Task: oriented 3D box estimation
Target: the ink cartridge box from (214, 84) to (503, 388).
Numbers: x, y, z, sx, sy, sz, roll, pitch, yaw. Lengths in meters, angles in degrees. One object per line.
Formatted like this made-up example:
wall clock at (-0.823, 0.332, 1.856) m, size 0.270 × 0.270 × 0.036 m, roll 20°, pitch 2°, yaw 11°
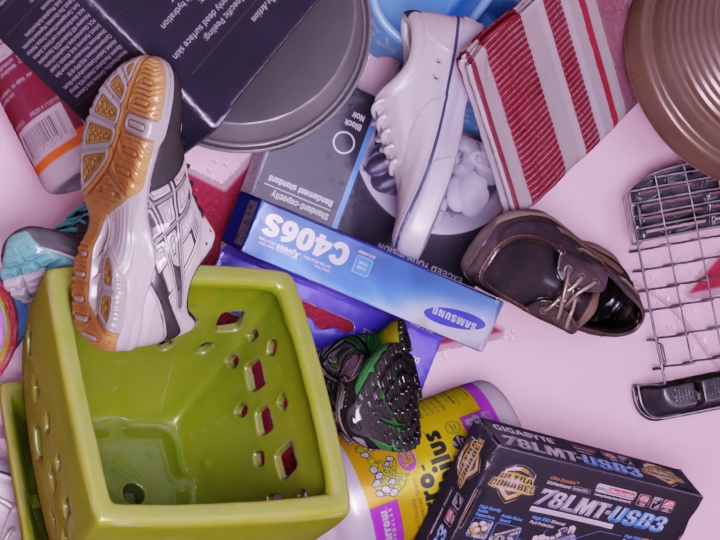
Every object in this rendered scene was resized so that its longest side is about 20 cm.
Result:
ink cartridge box at (0.001, -0.032, 1.782) m, size 0.197 × 0.043 × 0.201 m, roll 22°, pitch 84°, yaw -13°

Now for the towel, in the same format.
towel at (0.150, -0.149, 1.774) m, size 0.200 × 0.023 × 0.145 m, roll -43°, pitch 124°, yaw -38°

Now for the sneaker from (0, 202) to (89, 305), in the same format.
sneaker at (-0.199, -0.018, 1.675) m, size 0.077 × 0.200 × 0.092 m, roll -13°, pitch 75°, yaw 23°

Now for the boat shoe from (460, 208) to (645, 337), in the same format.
boat shoe at (0.157, 0.006, 1.755) m, size 0.199 × 0.073 × 0.075 m, roll 12°, pitch 113°, yaw -49°

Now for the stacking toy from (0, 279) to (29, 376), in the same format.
stacking toy at (-0.288, 0.039, 1.618) m, size 0.110 × 0.200 × 0.116 m, roll 42°, pitch 77°, yaw -9°

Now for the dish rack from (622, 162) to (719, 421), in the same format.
dish rack at (0.285, 0.012, 1.852) m, size 0.152 × 0.055 × 0.201 m, roll -10°, pitch 88°, yaw -17°

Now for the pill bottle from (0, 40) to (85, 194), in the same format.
pill bottle at (-0.224, -0.168, 1.684) m, size 0.114 × 0.114 × 0.201 m, roll -26°, pitch 87°, yaw -14°

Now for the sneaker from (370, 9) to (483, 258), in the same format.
sneaker at (0.040, -0.104, 1.727) m, size 0.070 × 0.073 × 0.201 m, roll 13°, pitch 65°, yaw -1°

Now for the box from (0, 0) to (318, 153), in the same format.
box at (-0.144, -0.208, 1.606) m, size 0.200 × 0.117 × 0.197 m, roll 44°, pitch 55°, yaw -10°

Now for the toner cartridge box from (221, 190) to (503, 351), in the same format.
toner cartridge box at (0.000, 0.000, 1.710) m, size 0.199 × 0.095 × 0.043 m, roll 23°, pitch 92°, yaw -13°

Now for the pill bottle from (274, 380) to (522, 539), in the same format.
pill bottle at (0.025, 0.162, 1.748) m, size 0.199 × 0.104 × 0.105 m, roll -20°, pitch 93°, yaw -15°

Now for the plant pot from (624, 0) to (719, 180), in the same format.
plant pot at (0.317, -0.175, 1.817) m, size 0.200 × 0.093 × 0.202 m, roll 10°, pitch 68°, yaw -25°

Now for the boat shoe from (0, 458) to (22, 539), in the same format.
boat shoe at (-0.242, 0.202, 1.682) m, size 0.199 × 0.070 × 0.071 m, roll 31°, pitch 110°, yaw -15°

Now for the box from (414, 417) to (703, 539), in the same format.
box at (0.133, 0.224, 1.738) m, size 0.199 × 0.050 × 0.199 m, roll 15°, pitch 109°, yaw -30°

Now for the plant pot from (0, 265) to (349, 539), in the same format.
plant pot at (-0.146, 0.127, 1.632) m, size 0.198 × 0.182 × 0.201 m, roll 2°, pitch 58°, yaw -29°

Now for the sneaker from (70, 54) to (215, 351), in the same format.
sneaker at (-0.138, -0.046, 1.535) m, size 0.087 × 0.076 × 0.201 m, roll -2°, pitch 110°, yaw -37°

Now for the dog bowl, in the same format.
dog bowl at (0.079, -0.190, 1.805) m, size 0.200 × 0.050 × 0.112 m, roll 39°, pitch 79°, yaw -11°

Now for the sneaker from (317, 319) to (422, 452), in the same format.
sneaker at (-0.001, 0.093, 1.691) m, size 0.085 × 0.200 × 0.079 m, roll -14°, pitch 97°, yaw 5°

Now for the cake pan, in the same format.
cake pan at (-0.090, -0.191, 1.741) m, size 0.199 × 0.037 × 0.202 m, roll 0°, pitch 81°, yaw -1°
